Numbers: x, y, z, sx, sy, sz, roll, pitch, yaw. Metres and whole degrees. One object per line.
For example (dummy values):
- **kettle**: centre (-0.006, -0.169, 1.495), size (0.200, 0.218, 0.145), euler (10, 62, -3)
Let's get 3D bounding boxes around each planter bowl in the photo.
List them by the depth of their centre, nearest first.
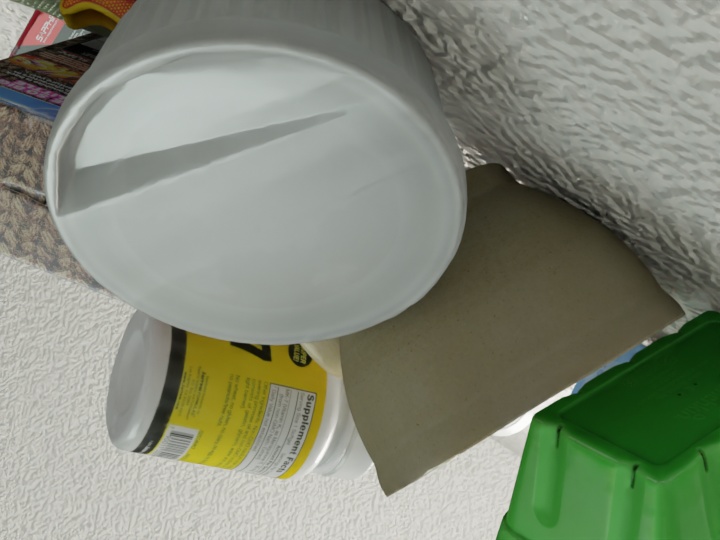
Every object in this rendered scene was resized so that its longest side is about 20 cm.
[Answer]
- **planter bowl**: centre (0.068, 0.023, 0.674), size (0.135, 0.200, 0.200), euler (59, 177, 9)

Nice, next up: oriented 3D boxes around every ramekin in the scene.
- **ramekin**: centre (-0.048, -0.061, 0.568), size (0.202, 0.094, 0.203), euler (1, 139, 1)

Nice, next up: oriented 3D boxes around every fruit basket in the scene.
- **fruit basket**: centre (0.183, 0.148, 0.676), size (0.155, 0.216, 0.216), euler (25, 169, 48)

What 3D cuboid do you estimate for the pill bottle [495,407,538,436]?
- **pill bottle**: centre (0.109, 0.098, 1.187), size (0.112, 0.112, 0.200), euler (26, 170, 41)

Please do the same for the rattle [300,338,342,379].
- **rattle**: centre (-0.040, 0.069, 0.807), size (0.200, 0.143, 0.130), euler (61, -177, -1)

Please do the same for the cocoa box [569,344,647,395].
- **cocoa box**: centre (0.248, 0.150, 0.823), size (0.200, 0.134, 0.131), euler (26, 176, 46)

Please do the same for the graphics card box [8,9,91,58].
- **graphics card box**: centre (-0.179, -0.129, 0.912), size (0.200, 0.051, 0.125), euler (35, 130, -14)

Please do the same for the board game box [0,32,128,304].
- **board game box**: centre (-0.158, -0.076, 0.761), size (0.159, 0.097, 0.200), euler (21, -156, 9)

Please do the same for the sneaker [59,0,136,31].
- **sneaker**: centre (-0.096, -0.127, 0.726), size (0.200, 0.077, 0.073), euler (31, 171, 0)

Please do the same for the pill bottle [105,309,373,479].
- **pill bottle**: centre (-0.086, 0.100, 0.896), size (0.200, 0.115, 0.114), euler (15, 180, -24)

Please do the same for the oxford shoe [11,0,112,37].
- **oxford shoe**: centre (-0.192, -0.198, 0.771), size (0.200, 0.058, 0.075), euler (20, 172, -25)
